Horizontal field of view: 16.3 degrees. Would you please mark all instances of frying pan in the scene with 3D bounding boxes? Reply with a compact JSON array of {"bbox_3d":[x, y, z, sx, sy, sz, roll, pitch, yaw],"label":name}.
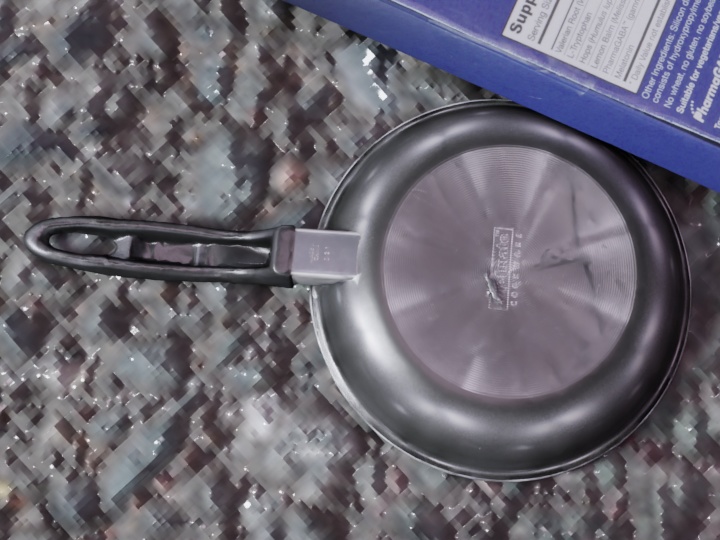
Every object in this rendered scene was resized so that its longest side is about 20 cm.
[{"bbox_3d":[0.009,-0.014,0.738,0.189,0.031,0.115,28,77,2],"label":"frying pan"}]

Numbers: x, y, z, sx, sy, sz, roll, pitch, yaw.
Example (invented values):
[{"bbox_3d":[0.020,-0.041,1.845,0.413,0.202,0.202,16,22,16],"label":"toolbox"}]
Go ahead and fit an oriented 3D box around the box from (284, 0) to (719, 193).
[{"bbox_3d":[0.052,-0.112,0.749,0.199,0.032,0.122,25,68,3],"label":"box"}]
